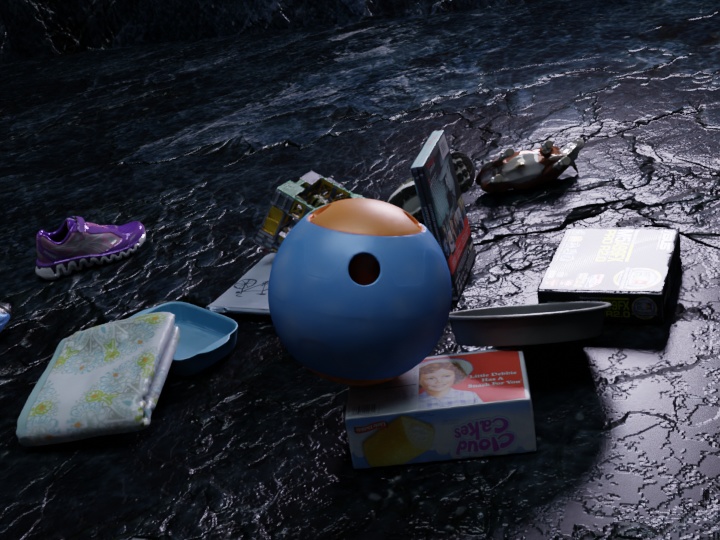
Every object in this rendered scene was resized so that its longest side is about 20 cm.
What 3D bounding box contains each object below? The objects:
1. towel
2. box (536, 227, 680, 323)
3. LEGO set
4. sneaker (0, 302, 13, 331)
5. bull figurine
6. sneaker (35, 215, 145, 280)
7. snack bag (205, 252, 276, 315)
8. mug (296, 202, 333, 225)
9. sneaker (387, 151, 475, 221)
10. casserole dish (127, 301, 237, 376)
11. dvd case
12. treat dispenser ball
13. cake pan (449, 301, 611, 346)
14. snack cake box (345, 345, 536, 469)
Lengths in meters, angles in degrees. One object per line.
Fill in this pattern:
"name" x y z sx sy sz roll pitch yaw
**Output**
"towel" -0.328 0.136 1.313 0.170 0.048 0.201 -13 34 15
"box" 0.335 0.002 1.377 0.159 0.045 0.200 1 27 25
"LEGO set" -0.078 -0.069 1.641 0.153 0.116 0.200 26 24 0
"sneaker" -0.629 0.071 1.610 0.198 0.071 0.083 3 22 18
"bull figurine" 0.291 -0.177 1.738 0.198 0.066 0.121 -19 -9 0
"sneaker" -0.470 -0.055 1.784 0.199 0.089 0.080 -19 24 -21
"snack bag" -0.104 0.023 1.543 0.187 0.022 0.200 2 27 28
"mug" -0.009 0.006 1.405 0.184 0.115 0.153 27 67 8
"sneaker" 0.106 -0.139 1.740 0.199 0.077 0.088 -32 15 -26
"casserole dish" -0.252 0.096 1.425 0.199 0.039 0.121 15 35 42
"dvd case" 0.119 -0.079 1.453 0.022 0.201 0.146 -7 25 21
"treat dispenser ball" -0.001 0.023 1.118 0.199 0.202 0.201 -9 24 4
"cake pan" 0.198 0.063 1.227 0.198 0.037 0.200 -5 0 0
"snack cake box" 0.087 0.149 1.135 0.198 0.068 0.115 -7 23 7
